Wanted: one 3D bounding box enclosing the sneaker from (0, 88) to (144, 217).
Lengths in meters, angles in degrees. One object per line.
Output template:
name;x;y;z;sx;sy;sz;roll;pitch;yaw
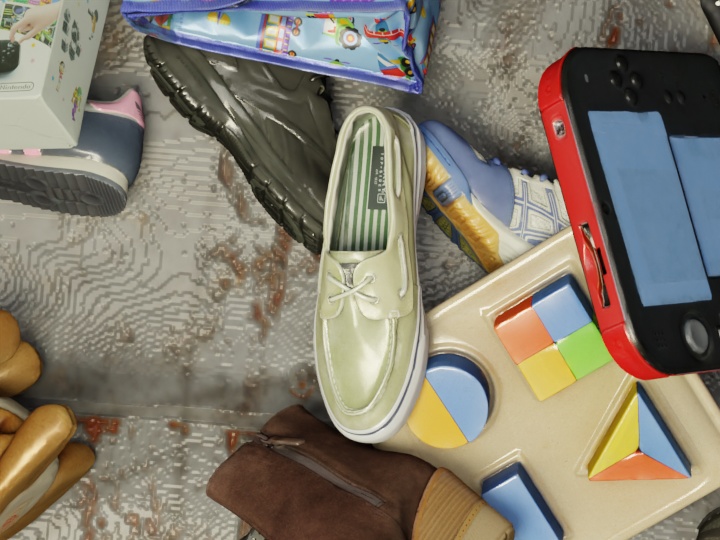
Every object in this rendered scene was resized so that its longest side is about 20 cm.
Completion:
sneaker;-0.230;-0.095;1.597;0.198;0.070;0.083;16;64;4

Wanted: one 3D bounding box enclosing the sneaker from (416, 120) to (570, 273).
sneaker;0.112;-0.030;1.579;0.200;0.075;0.088;45;81;-6

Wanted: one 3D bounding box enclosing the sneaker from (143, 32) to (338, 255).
sneaker;-0.044;-0.089;1.581;0.091;0.076;0.200;-40;91;-10

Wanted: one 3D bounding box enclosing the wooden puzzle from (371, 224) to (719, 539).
wooden puzzle;0.106;0.094;1.539;0.199;0.046;0.186;-30;99;16

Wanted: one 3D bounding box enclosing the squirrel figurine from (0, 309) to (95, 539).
squirrel figurine;-0.285;0.094;1.549;0.200;0.142;0.187;-43;81;-3

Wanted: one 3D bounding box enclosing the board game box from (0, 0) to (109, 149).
board game box;-0.225;-0.174;1.538;0.146;0.064;0.201;0;63;19

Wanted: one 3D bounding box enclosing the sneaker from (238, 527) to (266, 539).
sneaker;-0.044;0.197;1.535;0.082;0.071;0.201;11;50;6

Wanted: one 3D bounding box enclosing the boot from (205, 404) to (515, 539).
boot;-0.024;0.169;1.478;0.166;0.200;0.073;25;132;22

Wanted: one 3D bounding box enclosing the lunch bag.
lunch bag;-0.049;-0.203;1.564;0.198;0.094;0.152;6;62;12

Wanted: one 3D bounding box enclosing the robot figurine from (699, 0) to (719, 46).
robot figurine;0.304;-0.193;1.546;0.200;0.125;0.151;-37;87;0

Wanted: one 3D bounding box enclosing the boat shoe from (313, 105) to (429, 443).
boat shoe;0.000;0.000;1.509;0.071;0.062;0.202;-2;82;22

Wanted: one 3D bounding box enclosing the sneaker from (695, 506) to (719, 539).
sneaker;0.227;0.193;1.554;0.199;0.084;0.077;-34;112;-5

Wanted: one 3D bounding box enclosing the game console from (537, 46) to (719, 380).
game console;0.187;-0.036;1.524;0.031;0.176;0.202;-24;76;44
